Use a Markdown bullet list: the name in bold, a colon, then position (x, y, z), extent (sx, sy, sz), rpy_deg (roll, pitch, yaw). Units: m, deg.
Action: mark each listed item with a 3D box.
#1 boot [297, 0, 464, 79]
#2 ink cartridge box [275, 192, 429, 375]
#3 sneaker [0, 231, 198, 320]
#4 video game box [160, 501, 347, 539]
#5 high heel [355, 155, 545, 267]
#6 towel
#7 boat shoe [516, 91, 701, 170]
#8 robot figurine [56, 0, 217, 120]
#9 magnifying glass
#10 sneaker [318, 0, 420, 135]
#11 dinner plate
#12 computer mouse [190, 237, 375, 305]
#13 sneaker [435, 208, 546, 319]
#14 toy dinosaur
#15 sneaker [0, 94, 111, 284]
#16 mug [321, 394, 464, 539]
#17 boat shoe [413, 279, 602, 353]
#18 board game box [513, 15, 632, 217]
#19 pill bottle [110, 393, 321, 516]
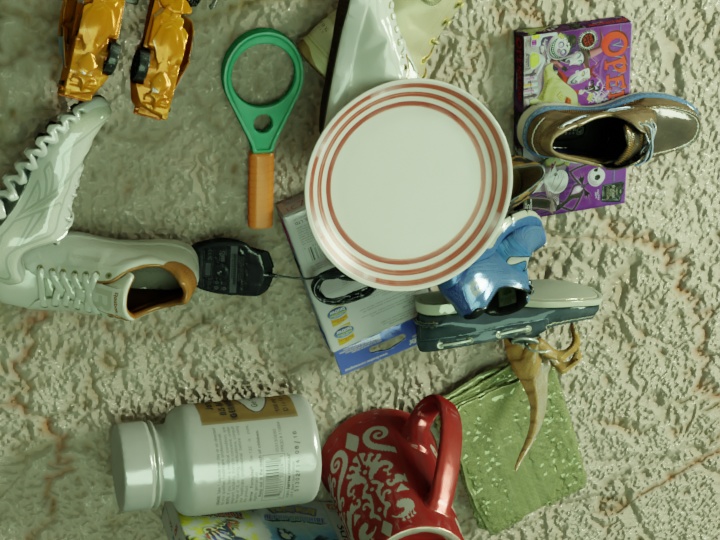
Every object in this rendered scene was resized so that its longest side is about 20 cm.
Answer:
- **boot**: position (0.059, -0.203, 1.512), extent (0.200, 0.073, 0.155), rpy_deg (40, 98, -20)
- **ink cartridge box**: position (0.000, 0.000, 1.609), extent (0.119, 0.042, 0.200), rpy_deg (-23, 117, -8)
- **sneaker**: position (-0.254, 0.009, 1.487), extent (0.200, 0.085, 0.073), rpy_deg (-5, 116, -3)
- **video game box**: position (-0.093, 0.301, 1.641), extent (0.200, 0.182, 0.047), rpy_deg (7, 111, -22)
- **high heel**: position (0.084, -0.057, 1.508), extent (0.200, 0.142, 0.072), rpy_deg (-34, 101, -47)
- **towel**: position (0.170, 0.192, 1.759), extent (0.148, 0.036, 0.200), rpy_deg (-26, 117, -6)
- **boat shoe**: position (0.260, -0.132, 1.584), extent (0.200, 0.072, 0.072), rpy_deg (-7, 116, -17)
- **robot figurine**: position (-0.200, -0.241, 1.392), extent (0.145, 0.058, 0.200), rpy_deg (13, 89, -23)
- **magnifying glass**: position (-0.095, -0.135, 1.524), extent (0.079, 0.022, 0.200), rpy_deg (-5, 117, -16)
- **sneaker**: position (0.019, -0.212, 1.433), extent (0.084, 0.073, 0.200), rpy_deg (8, 115, -8)
- **dinner plate**: position (0.043, -0.079, 1.447), extent (0.200, 0.024, 0.201), rpy_deg (-5, 109, -16)
- **computer mouse**: position (-0.078, 0.000, 1.560), extent (0.200, 0.034, 0.059), rpy_deg (7, 111, 0)
- **sneaker**: position (0.134, 0.001, 1.574), extent (0.078, 0.200, 0.089), rpy_deg (-29, 90, 37)
- **toy dinosaur**: position (0.187, 0.102, 1.695), extent (0.106, 0.060, 0.200), rpy_deg (-17, 91, 2)
- **sneaker**: position (-0.288, -0.074, 1.446), extent (0.081, 0.075, 0.200), rpy_deg (40, 96, -10)
- **mug**: position (0.039, 0.233, 1.634), extent (0.133, 0.200, 0.178), rpy_deg (-1, 117, -11)
- **boat shoe**: position (0.153, 0.050, 1.622), extent (0.200, 0.075, 0.062), rpy_deg (-6, 107, -17)
- **board game box**: position (0.217, -0.155, 1.616), extent (0.120, 0.032, 0.200), rpy_deg (-12, 118, -17)
- **pill bottle**: position (-0.149, 0.191, 1.608), extent (0.200, 0.114, 0.115), rpy_deg (-4, 116, -17)
